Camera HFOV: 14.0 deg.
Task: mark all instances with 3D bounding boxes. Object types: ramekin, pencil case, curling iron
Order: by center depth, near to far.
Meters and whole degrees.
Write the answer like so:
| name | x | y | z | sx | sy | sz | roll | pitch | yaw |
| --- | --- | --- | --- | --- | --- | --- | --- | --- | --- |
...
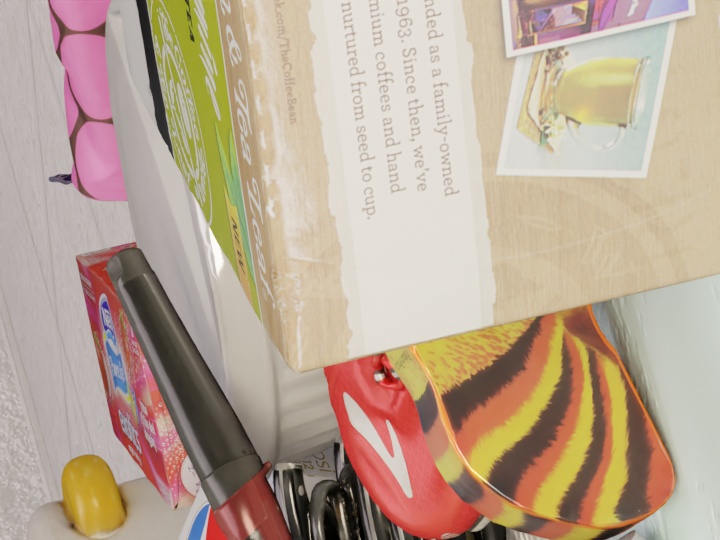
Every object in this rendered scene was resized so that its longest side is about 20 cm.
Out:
| name | x | y | z | sx | sy | sz | roll | pitch | yaw |
| --- | --- | --- | --- | --- | --- | --- | --- | --- | --- |
| curling iron | -0.032 | 0.075 | 1.030 | 0.200 | 0.050 | 0.026 | 56 | -169 | 19 |
| ramekin | -0.032 | -0.020 | 1.153 | 0.202 | 0.094 | 0.203 | 167 | 90 | -80 |
| pencil case | -0.132 | -0.136 | 1.562 | 0.094 | 0.090 | 0.201 | -100 | 5 | -63 |

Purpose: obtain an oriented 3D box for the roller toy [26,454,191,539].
| name | x | y | z | sx | sy | sz | roll | pitch | yaw |
| --- | --- | --- | --- | --- | --- | --- | --- | --- | --- |
| roller toy | -0.141 | 0.226 | 1.874 | 0.200 | 0.139 | 0.183 | 97 | 157 | -59 |

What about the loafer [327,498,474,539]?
| name | x | y | z | sx | sy | sz | roll | pitch | yaw |
| --- | --- | --- | --- | --- | --- | --- | --- | --- | --- |
| loafer | 0.009 | 0.152 | 1.194 | 0.200 | 0.075 | 0.068 | 94 | 166 | -55 |

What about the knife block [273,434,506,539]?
| name | x | y | z | sx | sy | sz | roll | pitch | yaw |
| --- | --- | --- | --- | --- | --- | --- | --- | --- | --- |
| knife block | 0.036 | 0.154 | 1.059 | 0.200 | 0.064 | 0.176 | 41 | 118 | 18 |

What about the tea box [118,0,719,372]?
| name | x | y | z | sx | sy | sz | roll | pitch | yaw |
| --- | --- | --- | --- | --- | --- | --- | --- | --- | --- |
| tea box | 0.010 | -0.115 | 0.723 | 0.197 | 0.133 | 0.201 | -124 | 24 | -61 |

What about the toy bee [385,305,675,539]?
| name | x | y | z | sx | sy | sz | roll | pitch | yaw |
| --- | --- | --- | --- | --- | --- | --- | --- | --- | --- |
| toy bee | 0.017 | -0.006 | 0.889 | 0.131 | 0.108 | 0.200 | 91 | 163 | -57 |

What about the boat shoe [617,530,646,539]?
| name | x | y | z | sx | sy | sz | roll | pitch | yaw |
| --- | --- | --- | --- | --- | --- | --- | --- | --- | --- |
| boat shoe | 0.069 | 0.150 | 0.937 | 0.065 | 0.074 | 0.200 | 40 | 150 | 11 |

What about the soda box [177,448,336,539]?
| name | x | y | z | sx | sy | sz | roll | pitch | yaw |
| --- | --- | --- | --- | --- | --- | --- | --- | --- | --- |
| soda box | -0.047 | 0.152 | 1.283 | 0.200 | 0.068 | 0.064 | -66 | 32 | 26 |

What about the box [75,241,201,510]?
| name | x | y | z | sx | sy | sz | roll | pitch | yaw |
| --- | --- | --- | --- | --- | --- | --- | --- | --- | --- |
| box | -0.066 | 0.038 | 1.379 | 0.200 | 0.099 | 0.096 | -148 | 46 | -76 |

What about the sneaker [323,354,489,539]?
| name | x | y | z | sx | sy | sz | roll | pitch | yaw |
| --- | --- | --- | --- | --- | --- | --- | --- | --- | --- |
| sneaker | 0.000 | 0.000 | 0.976 | 0.085 | 0.077 | 0.201 | -31 | -66 | -57 |
